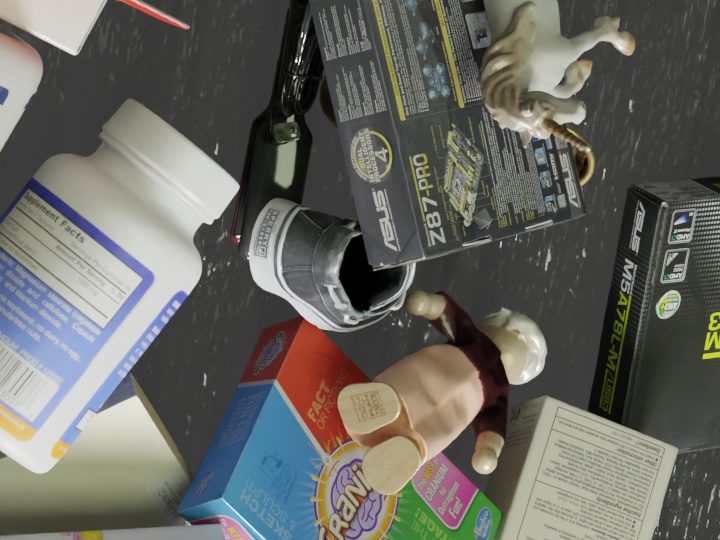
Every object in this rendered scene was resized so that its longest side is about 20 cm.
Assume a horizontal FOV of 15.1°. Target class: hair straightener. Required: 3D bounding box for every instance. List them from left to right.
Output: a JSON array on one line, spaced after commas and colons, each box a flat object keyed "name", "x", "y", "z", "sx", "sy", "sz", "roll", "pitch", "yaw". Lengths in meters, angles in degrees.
[{"name": "hair straightener", "x": -0.034, "y": -0.095, "z": 1.600, "sx": 0.041, "sy": 0.077, "sz": 0.200, "roll": 13, "pitch": 105, "yaw": -14}]

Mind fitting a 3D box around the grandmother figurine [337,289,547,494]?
[{"name": "grandmother figurine", "x": 0.057, "y": 0.068, "z": 1.713, "sx": 0.200, "sy": 0.060, "sz": 0.121, "roll": -25, "pitch": 103, "yaw": -56}]

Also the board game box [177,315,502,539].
[{"name": "board game box", "x": -0.009, "y": 0.149, "z": 1.675, "sx": 0.200, "sy": 0.040, "sz": 0.153, "roll": 45, "pitch": 46, "yaw": -25}]

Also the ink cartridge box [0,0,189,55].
[{"name": "ink cartridge box", "x": -0.210, "y": -0.166, "z": 1.382, "sx": 0.200, "sy": 0.176, "sz": 0.045, "roll": 25, "pitch": 95, "yaw": -39}]

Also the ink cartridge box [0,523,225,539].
[{"name": "ink cartridge box", "x": -0.178, "y": 0.226, "z": 1.585, "sx": 0.200, "sy": 0.088, "sz": 0.145, "roll": -1, "pitch": 140, "yaw": -18}]

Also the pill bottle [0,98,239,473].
[{"name": "pill bottle", "x": -0.161, "y": 0.005, "z": 1.538, "sx": 0.200, "sy": 0.112, "sz": 0.112, "roll": -52, "pitch": 130, "yaw": -4}]

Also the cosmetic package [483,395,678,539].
[{"name": "cosmetic package", "x": 0.125, "y": 0.194, "z": 1.782, "sx": 0.105, "sy": 0.071, "sz": 0.200, "roll": 23, "pitch": 75, "yaw": -11}]

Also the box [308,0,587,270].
[{"name": "box", "x": 0.050, "y": -0.112, "z": 1.593, "sx": 0.161, "sy": 0.049, "sz": 0.200, "roll": -17, "pitch": 94, "yaw": -50}]

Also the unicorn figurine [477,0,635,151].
[{"name": "unicorn figurine", "x": 0.105, "y": -0.145, "z": 1.582, "sx": 0.074, "sy": 0.200, "sz": 0.137, "roll": -35, "pitch": 164, "yaw": 38}]

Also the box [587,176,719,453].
[{"name": "box", "x": 0.257, "y": 0.029, "z": 1.882, "sx": 0.200, "sy": 0.048, "sz": 0.193, "roll": -5, "pitch": 112, "yaw": -32}]

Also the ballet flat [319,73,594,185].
[{"name": "ballet flat", "x": 0.067, "y": -0.092, "z": 1.683, "sx": 0.200, "sy": 0.063, "sz": 0.069, "roll": 12, "pitch": 104, "yaw": -37}]

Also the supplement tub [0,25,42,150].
[{"name": "supplement tub", "x": -0.271, "y": -0.060, "z": 1.409, "sx": 0.145, "sy": 0.145, "sz": 0.200, "roll": 29, "pitch": 93, "yaw": -40}]

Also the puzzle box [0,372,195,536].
[{"name": "puzzle box", "x": -0.154, "y": 0.164, "z": 1.644, "sx": 0.133, "sy": 0.025, "sz": 0.200, "roll": -25, "pitch": 127, "yaw": 2}]

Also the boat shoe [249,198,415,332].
[{"name": "boat shoe", "x": 0.000, "y": 0.000, "z": 1.627, "sx": 0.200, "sy": 0.068, "sz": 0.072, "roll": 32, "pitch": 72, "yaw": -68}]
